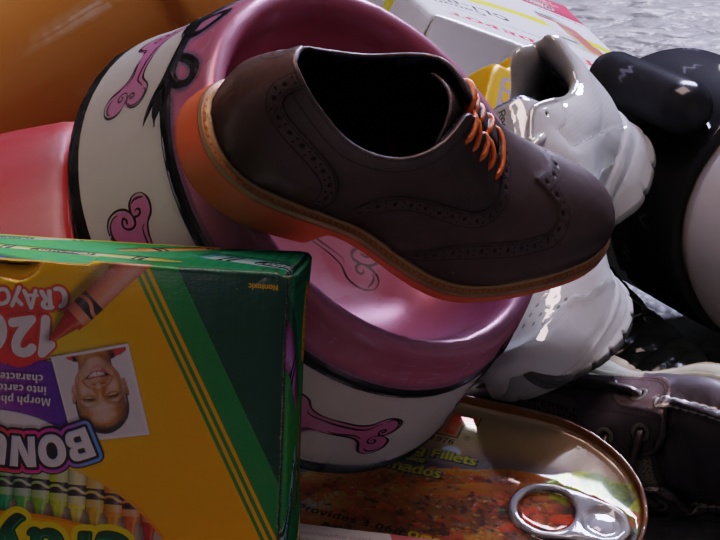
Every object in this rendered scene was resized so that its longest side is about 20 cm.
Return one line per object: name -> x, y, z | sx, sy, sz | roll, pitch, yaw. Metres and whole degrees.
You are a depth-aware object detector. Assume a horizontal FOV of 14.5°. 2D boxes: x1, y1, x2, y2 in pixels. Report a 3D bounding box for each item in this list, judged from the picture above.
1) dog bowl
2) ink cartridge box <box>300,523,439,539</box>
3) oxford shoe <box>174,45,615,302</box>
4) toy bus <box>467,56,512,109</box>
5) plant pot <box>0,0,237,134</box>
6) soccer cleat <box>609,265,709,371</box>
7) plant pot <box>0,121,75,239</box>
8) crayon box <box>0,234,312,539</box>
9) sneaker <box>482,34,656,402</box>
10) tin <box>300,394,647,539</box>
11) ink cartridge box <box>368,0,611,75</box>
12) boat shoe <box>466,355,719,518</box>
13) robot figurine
dog bowl -> -0.013, -0.025, 1.126 | 0.074, 0.200, 0.200 | -36, -4, 41
ink cartridge box -> -0.020, 0.163, 1.002 | 0.116, 0.068, 0.200 | 4, 22, 23
oxford shoe -> 0.031, -0.038, 1.063 | 0.200, 0.071, 0.072 | 11, -32, -38
toy bus -> 0.008, -0.040, 1.394 | 0.200, 0.078, 0.065 | -38, 29, 45
plant pot -> -0.135, -0.095, 1.299 | 0.183, 0.201, 0.200 | -31, 27, -15
soccer cleat -> 0.097, 0.017, 1.344 | 0.067, 0.081, 0.200 | -15, 22, -24
plant pot -> -0.179, 0.052, 1.166 | 0.182, 0.201, 0.201 | -11, 20, 2
crayon box -> -0.120, 0.049, 1.031 | 0.199, 0.119, 0.058 | 3, 9, 7
sneaker -> 0.075, -0.022, 1.239 | 0.074, 0.087, 0.200 | -19, 34, 24
tin -> 0.016, 0.093, 1.150 | 0.199, 0.042, 0.112 | 13, 42, 8
ink cartridge box -> 0.069, -0.112, 1.628 | 0.145, 0.084, 0.200 | 18, 15, -17
boat shoe -> 0.115, 0.075, 1.207 | 0.065, 0.072, 0.200 | -29, 27, -32
robot figurine -> 0.178, -0.038, 1.371 | 0.150, 0.125, 0.200 | -1, 17, -29
